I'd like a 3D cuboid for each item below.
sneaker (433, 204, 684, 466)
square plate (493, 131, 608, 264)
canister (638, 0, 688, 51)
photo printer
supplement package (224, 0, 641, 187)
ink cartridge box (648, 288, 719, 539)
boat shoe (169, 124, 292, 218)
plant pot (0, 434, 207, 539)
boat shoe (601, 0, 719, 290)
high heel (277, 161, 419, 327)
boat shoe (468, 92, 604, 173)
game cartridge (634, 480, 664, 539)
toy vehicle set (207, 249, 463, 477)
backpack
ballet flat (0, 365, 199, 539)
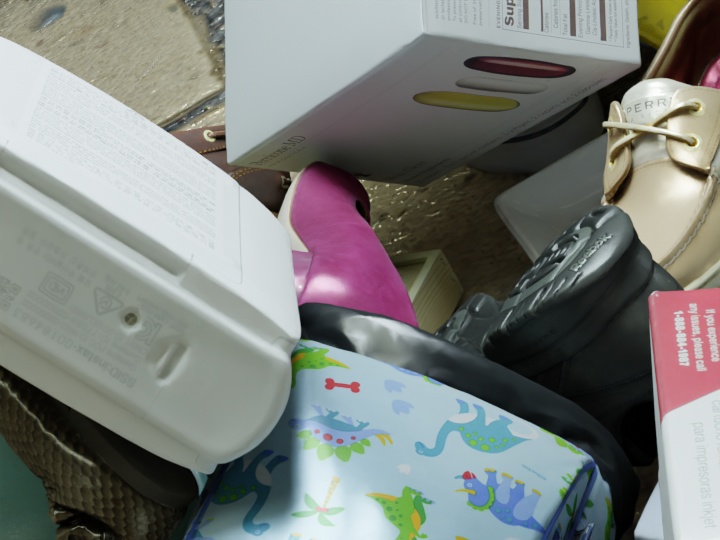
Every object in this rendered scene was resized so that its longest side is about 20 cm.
[{"bbox_3d":[0.073,0.050,1.001,0.076,0.091,0.200,-52,8,-28],"label":"sneaker"},{"bbox_3d":[0.172,-0.034,1.110,0.199,0.029,0.198,-28,26,1],"label":"square plate"},{"bbox_3d":[0.113,-0.171,1.278,0.200,0.148,0.087,32,97,58],"label":"canister"},{"bbox_3d":[-0.101,-0.016,0.909,0.070,0.166,0.200,-56,11,10],"label":"photo printer"},{"bbox_3d":[0.026,-0.141,1.153,0.110,0.157,0.200,6,-16,-26],"label":"supplement package"},{"bbox_3d":[0.194,0.068,0.782,0.199,0.083,0.147,-5,31,5],"label":"ink cartridge box"},{"bbox_3d":[-0.130,-0.042,1.271,0.199,0.071,0.070,-2,-9,-26],"label":"boat shoe"},{"bbox_3d":[-0.143,0.099,1.014,0.160,0.201,0.201,-21,27,-2],"label":"plant pot"},{"bbox_3d":[0.133,-0.053,1.072,0.073,0.069,0.200,-12,31,32],"label":"boat shoe"},{"bbox_3d":[0.000,0.000,1.126,0.096,0.068,0.200,20,10,9],"label":"high heel"},{"bbox_3d":[0.057,-0.108,1.306,0.073,0.067,0.200,-35,27,-10],"label":"boat shoe"},{"bbox_3d":[0.197,0.051,0.932,0.133,0.041,0.200,12,48,48],"label":"game cartridge"},{"bbox_3d":[-0.059,0.051,1.187,0.199,0.027,0.124,-10,32,33],"label":"toy vehicle set"},{"bbox_3d":[0.001,0.114,0.896,0.163,0.154,0.200,25,62,8],"label":"backpack"},{"bbox_3d":[-0.132,0.036,0.916,0.200,0.067,0.046,44,105,30],"label":"ballet flat"}]
